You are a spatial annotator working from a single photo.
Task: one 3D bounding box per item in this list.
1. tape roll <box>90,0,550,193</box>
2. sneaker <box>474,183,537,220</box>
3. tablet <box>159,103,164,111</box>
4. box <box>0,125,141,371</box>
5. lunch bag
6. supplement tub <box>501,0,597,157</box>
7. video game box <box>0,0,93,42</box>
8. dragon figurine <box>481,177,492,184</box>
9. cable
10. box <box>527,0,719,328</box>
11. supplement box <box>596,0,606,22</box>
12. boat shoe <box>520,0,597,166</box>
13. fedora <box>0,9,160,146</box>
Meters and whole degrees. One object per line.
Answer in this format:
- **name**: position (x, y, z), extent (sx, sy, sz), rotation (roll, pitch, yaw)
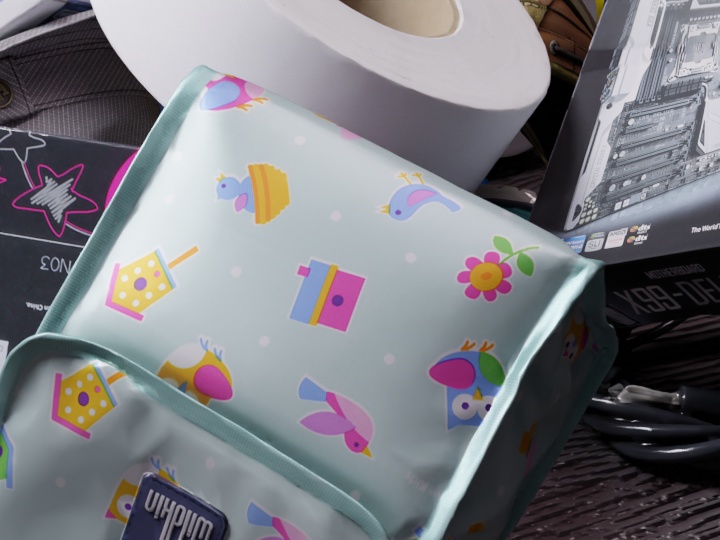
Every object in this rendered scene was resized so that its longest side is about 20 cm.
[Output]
- **tape roll**: position (-0.018, -0.111, 1.286), extent (0.202, 0.071, 0.203), rotation (27, 28, -16)
- **sneaker**: position (0.000, 0.000, 1.322), extent (0.199, 0.078, 0.080), rotation (-3, 27, 16)
- **tablet**: position (-0.092, -0.112, 1.466), extent (0.014, 0.130, 0.200), rotation (30, -22, -17)
- **box**: position (-0.083, 0.019, 1.167), extent (0.199, 0.133, 0.115), rotation (9, -1, 13)
- **lunch bag**: position (-0.030, 0.057, 1.015), extent (0.170, 0.200, 0.122), rotation (29, -14, 17)
- **supplement tub**: position (0.019, -0.149, 1.657), extent (0.144, 0.145, 0.200), rotation (-15, 28, -42)
- **video game box**: position (-0.191, -0.087, 1.361), extent (0.182, 0.047, 0.200), rotation (-31, -6, 13)
- **dragon figurine**: position (0.079, -0.013, 1.424), extent (0.199, 0.059, 0.099), rotation (6, 20, 5)
- **cable**: position (0.174, 0.036, 1.325), extent (0.163, 0.051, 0.200), rotation (22, 26, 39)
- **box**: position (0.169, -0.060, 1.232), extent (0.200, 0.158, 0.050), rotation (-9, -39, 46)
- **supplement box**: position (0.117, -0.154, 1.743), extent (0.109, 0.110, 0.200), rotation (-9, 24, -40)
- **boat shoe**: position (0.117, -0.070, 1.488), extent (0.072, 0.200, 0.068), rotation (-28, 40, 28)
- **fedora**: position (-0.145, -0.030, 1.311), extent (0.200, 0.177, 0.090), rotation (-22, 70, -29)
